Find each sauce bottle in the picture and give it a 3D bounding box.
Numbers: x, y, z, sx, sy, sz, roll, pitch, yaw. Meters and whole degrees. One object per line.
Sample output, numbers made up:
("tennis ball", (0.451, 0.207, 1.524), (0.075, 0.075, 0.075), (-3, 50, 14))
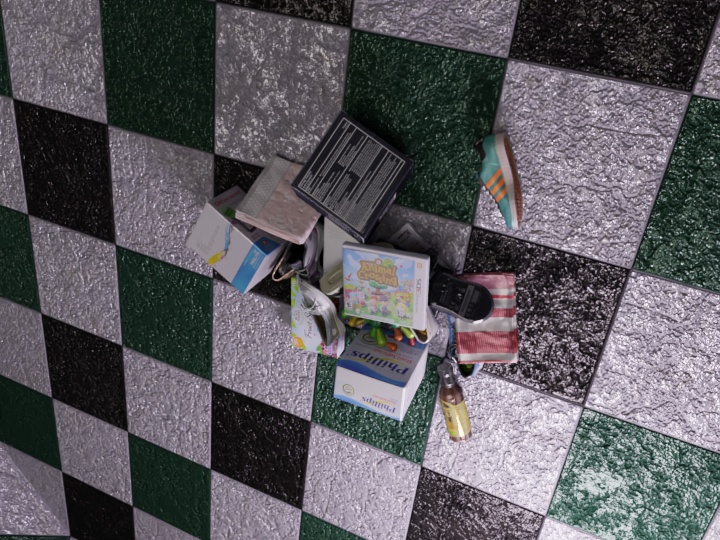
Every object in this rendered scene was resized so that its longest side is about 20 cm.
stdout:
("sauce bottle", (0.233, 0.331, 1.563), (0.063, 0.065, 0.205), (-8, 107, 26))

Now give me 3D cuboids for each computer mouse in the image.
("computer mouse", (0.207, 0.049, 1.393), (0.196, 0.053, 0.141), (26, 88, 13))

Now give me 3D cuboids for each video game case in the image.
("video game case", (0.054, 0.035, 1.374), (0.194, 0.022, 0.187), (10, 122, 18))
("video game case", (0.132, 0.003, 1.490), (0.143, 0.018, 0.201), (-40, 92, 32))

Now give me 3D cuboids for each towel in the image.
("towel", (0.284, 0.108, 1.410), (0.140, 0.023, 0.207), (-3, 89, 16))
("towel", (-0.170, -0.172, 1.453), (0.187, 0.203, 0.033), (22, 151, 14))

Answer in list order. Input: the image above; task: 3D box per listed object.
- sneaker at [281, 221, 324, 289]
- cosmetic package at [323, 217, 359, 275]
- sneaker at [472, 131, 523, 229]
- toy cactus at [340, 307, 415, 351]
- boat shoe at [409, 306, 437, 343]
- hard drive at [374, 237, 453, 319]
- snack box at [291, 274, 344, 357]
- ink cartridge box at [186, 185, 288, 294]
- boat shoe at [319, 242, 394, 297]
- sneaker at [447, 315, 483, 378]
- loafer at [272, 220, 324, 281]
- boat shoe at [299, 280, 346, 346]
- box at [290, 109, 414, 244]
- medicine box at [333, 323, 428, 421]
("sneaker", (-0.146, -0.009, 1.480), (0.076, 0.140, 0.206), (12, 114, 23))
("cosmetic package", (-0.035, -0.058, 1.503), (0.099, 0.074, 0.205), (10, 118, 11))
("sneaker", (0.290, -0.184, 1.310), (0.078, 0.071, 0.206), (-8, 104, 31))
("toy cactus", (0.047, 0.103, 1.494), (0.196, 0.103, 0.167), (25, 143, 20))
("boat shoe", (0.115, 0.077, 1.439), (0.070, 0.070, 0.204), (-18, 104, 29))
("hard drive", (0.110, 0.026, 1.480), (0.196, 0.033, 0.142), (25, 120, 13))
("snack box", (-0.111, 0.116, 1.629), (0.138, 0.053, 0.206), (12, 116, 20))
("ink cartridge box", (-0.306, -0.080, 1.576), (0.199, 0.147, 0.147), (40, 123, 2))
("boat shoe", (0.000, 0.000, 1.455), (0.197, 0.068, 0.073), (-30, 56, 13))
("sneaker", (0.245, 0.162, 1.466), (0.077, 0.089, 0.205), (-10, 106, 27))
("loafer", (-0.158, -0.042, 1.574), (0.072, 0.063, 0.200), (43, 122, 2))
("boat shoe", (-0.098, 0.105, 1.504), (0.074, 0.065, 0.204), (28, 155, 38))
("box", (-0.015, -0.199, 1.360), (0.196, 0.123, 0.202), (35, 87, 4))
("medicine box", (0.053, 0.244, 1.523), (0.177, 0.200, 0.106), (15, 119, 17))
